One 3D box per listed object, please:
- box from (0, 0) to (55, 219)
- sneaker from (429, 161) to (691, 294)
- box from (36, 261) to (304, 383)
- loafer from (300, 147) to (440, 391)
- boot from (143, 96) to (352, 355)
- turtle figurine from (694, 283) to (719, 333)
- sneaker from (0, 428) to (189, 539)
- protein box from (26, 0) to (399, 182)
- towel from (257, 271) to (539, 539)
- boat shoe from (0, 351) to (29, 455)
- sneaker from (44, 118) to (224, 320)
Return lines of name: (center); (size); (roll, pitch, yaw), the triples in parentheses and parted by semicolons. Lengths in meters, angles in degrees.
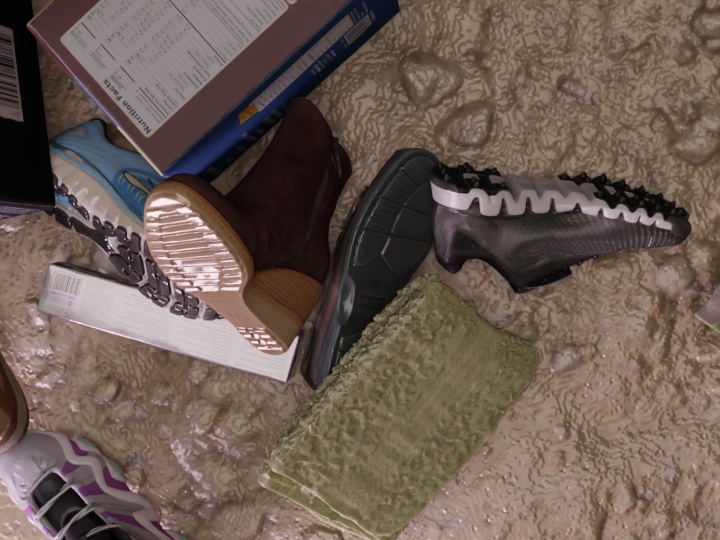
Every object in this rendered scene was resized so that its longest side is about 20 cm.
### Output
box: (-0.340, -0.127, 1.105); (0.196, 0.124, 0.201); (-9, 84, 20)
sneaker: (0.143, -0.025, 1.154); (0.200, 0.066, 0.091); (6, 112, -8)
box: (-0.144, 0.038, 1.180); (0.200, 0.039, 0.042); (15, 94, 2)
loafer: (0.000, 0.000, 1.161); (0.072, 0.063, 0.200); (18, 91, -37)
boot: (-0.073, -0.055, 1.080); (0.072, 0.200, 0.167); (3, 60, 25)
turtle figurine: (0.345, -0.012, 1.103); (0.200, 0.144, 0.194); (34, 97, 5)
sneaker: (-0.196, 0.194, 1.138); (0.200, 0.140, 0.078); (37, 94, 0)
protein box: (-0.092, -0.177, 1.088); (0.200, 0.199, 0.135); (-42, 89, 4)
towel: (0.029, 0.106, 1.145); (0.148, 0.036, 0.200); (36, 96, -35)
boat shoe: (-0.315, 0.046, 1.162); (0.076, 0.072, 0.200); (-35, 77, 3)
sneaker: (-0.153, -0.047, 1.150); (0.200, 0.078, 0.090); (40, 61, 10)
